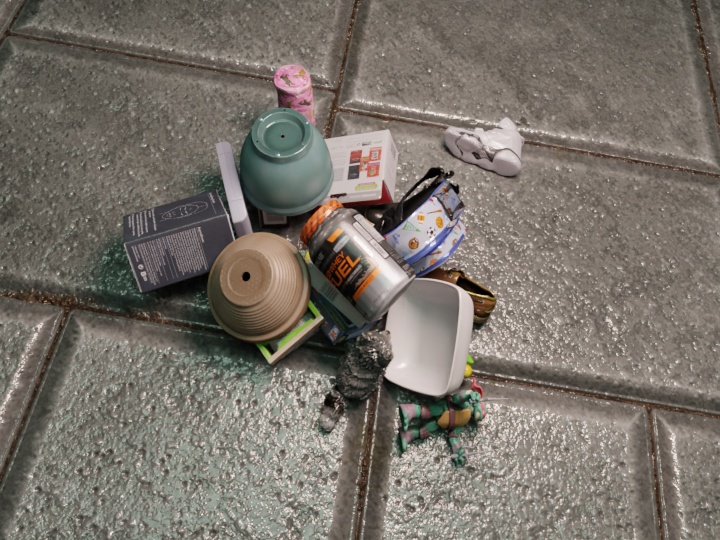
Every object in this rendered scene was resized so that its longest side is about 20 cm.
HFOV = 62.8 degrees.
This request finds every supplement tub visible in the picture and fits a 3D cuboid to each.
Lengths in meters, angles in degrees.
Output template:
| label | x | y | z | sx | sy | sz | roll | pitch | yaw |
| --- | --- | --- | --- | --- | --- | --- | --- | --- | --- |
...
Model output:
| label | x | y | z | sx | sy | sz | roll | pitch | yaw |
| --- | --- | --- | --- | --- | --- | --- | --- | --- | --- |
| supplement tub | -0.008 | -0.020 | 1.040 | 0.122 | 0.123 | 0.200 | -41 | 80 | -23 |

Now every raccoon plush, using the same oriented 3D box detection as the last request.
| label | x | y | z | sx | sy | sz | roll | pitch | yaw |
| --- | --- | --- | --- | --- | --- | --- | --- | --- | --- |
| raccoon plush | 0.000 | 0.199 | 1.063 | 0.095 | 0.134 | 0.204 | 21 | 75 | -2 |

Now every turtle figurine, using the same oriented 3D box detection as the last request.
| label | x | y | z | sx | sy | sz | roll | pitch | yaw |
| --- | --- | --- | --- | --- | --- | --- | --- | --- | --- |
| turtle figurine | 0.167 | 0.274 | 1.078 | 0.194 | 0.154 | 0.101 | -7 | 20 | -6 |

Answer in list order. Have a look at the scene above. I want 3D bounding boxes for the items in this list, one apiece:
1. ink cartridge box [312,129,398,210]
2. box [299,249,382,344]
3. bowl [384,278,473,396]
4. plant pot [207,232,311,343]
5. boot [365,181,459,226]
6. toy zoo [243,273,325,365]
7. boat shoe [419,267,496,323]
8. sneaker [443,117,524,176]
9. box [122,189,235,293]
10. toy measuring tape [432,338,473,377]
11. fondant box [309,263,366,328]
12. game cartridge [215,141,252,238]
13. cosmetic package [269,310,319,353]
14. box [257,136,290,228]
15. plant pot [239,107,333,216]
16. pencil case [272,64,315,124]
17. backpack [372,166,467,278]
| label | x | y | z | sx | sy | sz | roll | pitch | yaw |
| --- | --- | --- | --- | --- | --- | --- | --- | --- | --- |
| ink cartridge box | -0.028 | -0.196 | 1.271 | 0.195 | 0.084 | 0.180 | -3 | 60 | 20 |
| box | -0.061 | 0.043 | 1.167 | 0.201 | 0.038 | 0.135 | 51 | 32 | 19 |
| bowl | 0.132 | 0.121 | 1.098 | 0.073 | 0.198 | 0.206 | 10 | 88 | -37 |
| plant pot | -0.192 | 0.022 | 1.060 | 0.195 | 0.093 | 0.207 | -2 | 76 | 9 |
| boot | 0.110 | -0.146 | 1.265 | 0.194 | 0.139 | 0.079 | -3 | 62 | -6 |
| toy zoo | -0.173 | 0.056 | 1.110 | 0.130 | 0.021 | 0.201 | -37 | 72 | -3 |
| boat shoe | 0.189 | 0.025 | 1.212 | 0.197 | 0.069 | 0.072 | 29 | 43 | 11 |
| sneaker | 0.299 | -0.312 | 1.408 | 0.196 | 0.076 | 0.117 | 25 | 62 | 2 |
| box | -0.353 | -0.062 | 1.161 | 0.195 | 0.110 | 0.149 | -18 | 30 | -14 |
| toy measuring tape | 0.156 | 0.125 | 1.168 | 0.072 | 0.074 | 0.202 | -23 | 63 | -16 |
| fondant box | 0.000 | 0.000 | 1.168 | 0.144 | 0.059 | 0.200 | 40 | 40 | 3 |
| game cartridge | -0.264 | -0.162 | 1.241 | 0.039 | 0.134 | 0.204 | -16 | 65 | -5 |
| cosmetic package | -0.176 | 0.059 | 1.170 | 0.100 | 0.072 | 0.201 | -33 | 71 | -20 |
| box | -0.193 | -0.205 | 1.289 | 0.073 | 0.101 | 0.205 | -2 | 62 | -6 |
| plant pot | -0.151 | -0.232 | 1.173 | 0.194 | 0.135 | 0.205 | 1 | 62 | -1 |
| pencil case | -0.147 | -0.360 | 1.316 | 0.085 | 0.201 | 0.084 | -21 | 64 | -14 |
| backpack | 0.103 | -0.072 | 1.141 | 0.156 | 0.199 | 0.190 | 53 | 43 | 0 |
